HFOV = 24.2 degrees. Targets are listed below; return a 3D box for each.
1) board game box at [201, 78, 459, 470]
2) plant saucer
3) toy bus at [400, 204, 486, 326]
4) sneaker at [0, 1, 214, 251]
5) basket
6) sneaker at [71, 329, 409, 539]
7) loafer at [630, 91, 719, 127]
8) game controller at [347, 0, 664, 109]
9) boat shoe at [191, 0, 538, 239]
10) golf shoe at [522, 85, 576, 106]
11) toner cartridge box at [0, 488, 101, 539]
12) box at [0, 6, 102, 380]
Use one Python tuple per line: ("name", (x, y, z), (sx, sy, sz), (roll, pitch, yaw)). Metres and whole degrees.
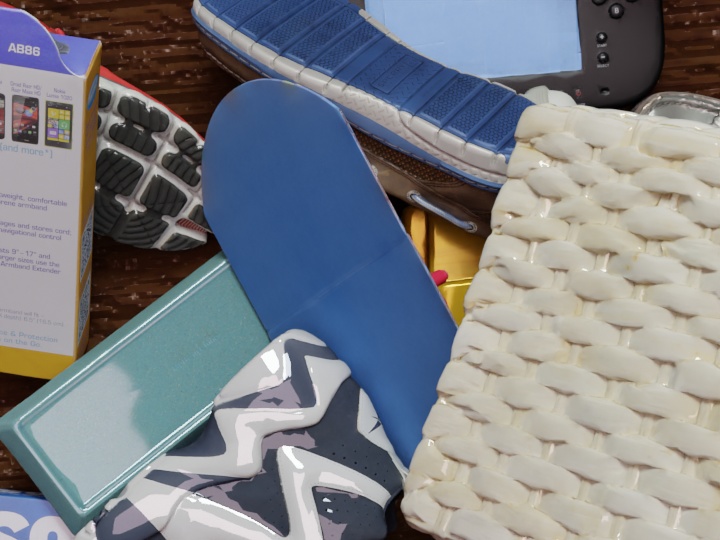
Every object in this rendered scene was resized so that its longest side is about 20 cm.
("board game box", (0.000, 0.000, 0.778), (0.039, 0.158, 0.201), (-27, 86, -31))
("plant saucer", (-0.082, 0.042, 0.836), (0.200, 0.019, 0.070), (-38, 88, -19))
("toy bus", (0.063, 0.064, 0.828), (0.064, 0.078, 0.202), (-7, 88, -2))
("sneaker", (-0.146, -0.088, 0.841), (0.199, 0.085, 0.077), (35, 113, -17))
("basket", (0.150, 0.047, 0.679), (0.199, 0.160, 0.200), (16, 87, 42))
("sneaker", (-0.053, 0.138, 0.771), (0.199, 0.079, 0.130), (-45, 83, -1))
("loafer", (0.225, -0.032, 0.849), (0.199, 0.063, 0.072), (33, 85, 1))
("game controller", (0.056, -0.129, 0.864), (0.198, 0.042, 0.105), (-5, 86, -1))
("boat shoe", (-0.003, -0.073, 0.811), (0.199, 0.073, 0.072), (31, 43, 22))
("golf shoe", (0.152, -0.015, 0.833), (0.097, 0.078, 0.201), (-30, 96, 13))
("toner cartridge box", (-0.097, 0.165, 0.836), (0.198, 0.043, 0.096), (5, 86, -1))
("box", (-0.186, -0.043, 0.796), (0.118, 0.042, 0.201), (9, 123, -1))
